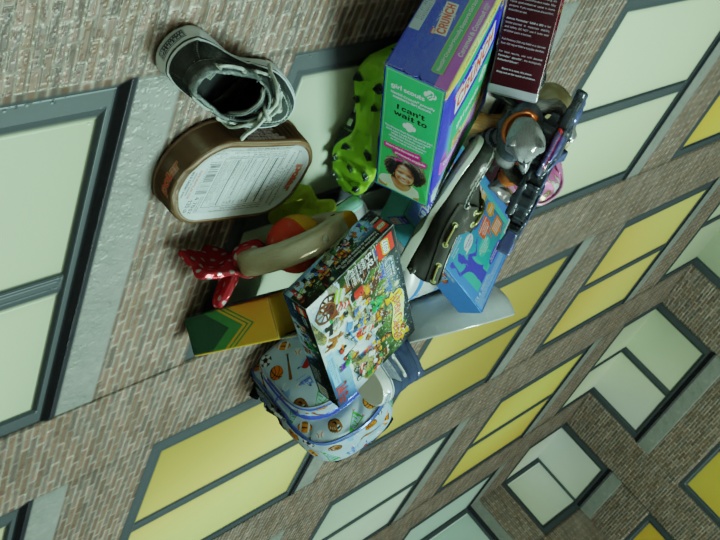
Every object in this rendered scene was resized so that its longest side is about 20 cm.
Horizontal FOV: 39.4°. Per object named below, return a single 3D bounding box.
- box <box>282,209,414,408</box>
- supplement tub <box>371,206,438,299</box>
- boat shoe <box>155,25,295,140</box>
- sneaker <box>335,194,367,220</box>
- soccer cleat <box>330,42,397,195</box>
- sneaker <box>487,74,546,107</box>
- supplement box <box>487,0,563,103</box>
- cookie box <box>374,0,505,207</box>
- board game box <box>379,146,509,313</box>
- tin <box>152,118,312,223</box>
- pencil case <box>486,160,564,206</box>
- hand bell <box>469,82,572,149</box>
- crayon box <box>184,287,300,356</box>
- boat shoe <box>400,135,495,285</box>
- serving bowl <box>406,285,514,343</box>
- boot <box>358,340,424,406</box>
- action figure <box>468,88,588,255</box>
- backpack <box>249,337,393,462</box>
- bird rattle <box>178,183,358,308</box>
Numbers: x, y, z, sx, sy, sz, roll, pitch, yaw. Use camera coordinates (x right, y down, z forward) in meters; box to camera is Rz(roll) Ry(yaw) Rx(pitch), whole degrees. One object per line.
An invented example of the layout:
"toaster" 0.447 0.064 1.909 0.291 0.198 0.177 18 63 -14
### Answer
"box" -0.007 0.047 1.119 0.136 0.038 0.201 -44 147 -21
"supplement tub" 0.083 -0.035 1.395 0.199 0.132 0.133 -17 147 -44
"boat shoe" -0.107 -0.164 0.933 0.074 0.068 0.199 -45 158 7
"sneaker" 0.000 0.000 1.263 0.077 0.141 0.200 -32 165 -20
"soccer cleat" 0.017 -0.167 1.146 0.081 0.067 0.201 -42 161 -37
"sneaker" 0.194 -0.239 1.280 0.199 0.086 0.081 -9 142 -56
"supplement box" 0.192 -0.298 1.087 0.109 0.060 0.202 -63 165 -58
"cookie box" 0.085 -0.198 1.075 0.201 0.074 0.172 92 24 -60
"board game box" 0.121 -0.065 1.310 0.200 0.045 0.153 49 57 -34
"tin" -0.128 -0.102 1.048 0.199 0.042 0.112 -12 146 -52
"pencil case" 0.214 -0.127 1.409 0.087 0.082 0.200 -64 -169 -3
"hand bell" 0.191 -0.202 1.369 0.198 0.105 0.105 -8 141 -37
"crayon box" -0.102 0.052 1.207 0.198 0.052 0.125 -13 -177 44
"boat shoe" 0.109 -0.066 1.163 0.202 0.060 0.072 -60 180 39
"serving bowl" 0.122 0.058 1.470 0.197 0.067 0.200 -15 178 -1
"boot" 0.000 0.087 1.386 0.090 0.201 0.073 -25 167 -41
"action figure" 0.173 -0.125 1.157 0.202 0.104 0.193 -63 179 -2
"backpack" -0.046 0.169 1.456 0.199 0.191 0.154 -39 157 -8
"bird rattle" -0.091 -0.032 1.109 0.198 0.114 0.162 -18 -175 -37
